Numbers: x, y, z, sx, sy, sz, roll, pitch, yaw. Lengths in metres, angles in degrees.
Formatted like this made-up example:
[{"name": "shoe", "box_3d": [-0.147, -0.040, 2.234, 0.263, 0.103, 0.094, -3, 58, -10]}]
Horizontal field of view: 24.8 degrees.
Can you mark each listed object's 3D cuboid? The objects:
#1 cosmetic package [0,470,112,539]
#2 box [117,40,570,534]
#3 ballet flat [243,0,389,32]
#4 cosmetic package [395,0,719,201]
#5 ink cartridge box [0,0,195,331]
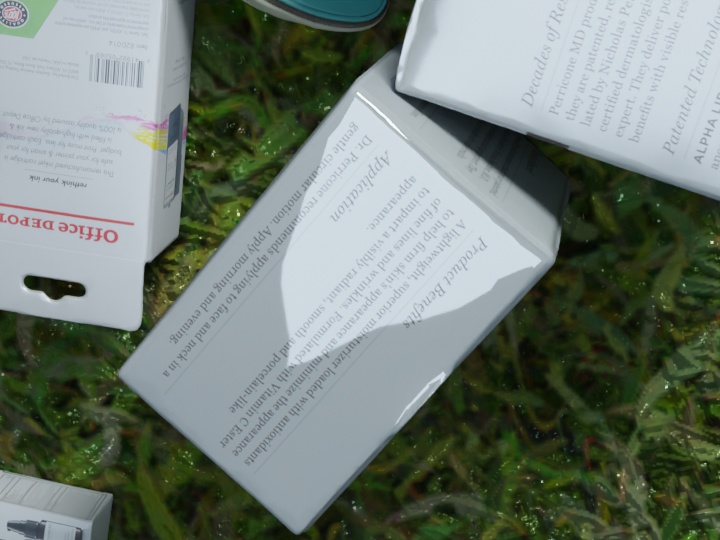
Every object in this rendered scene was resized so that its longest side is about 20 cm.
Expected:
[{"name": "cosmetic package", "box_3d": [-0.217, 0.237, 1.062, 0.081, 0.051, 0.202, 11, 107, 7]}, {"name": "box", "box_3d": [0.000, 0.000, 0.884, 0.130, 0.200, 0.199, 41, 107, -2]}, {"name": "ballet flat", "box_3d": [-0.076, -0.187, 0.908, 0.198, 0.070, 0.070, 24, 110, -25]}, {"name": "cosmetic package", "box_3d": [0.141, -0.152, 0.837, 0.198, 0.165, 0.167, 18, 108, 4]}, {"name": "ink cartridge box", "box_3d": [-0.164, -0.076, 0.956, 0.116, 0.067, 0.203, 9, 106, 8]}]
